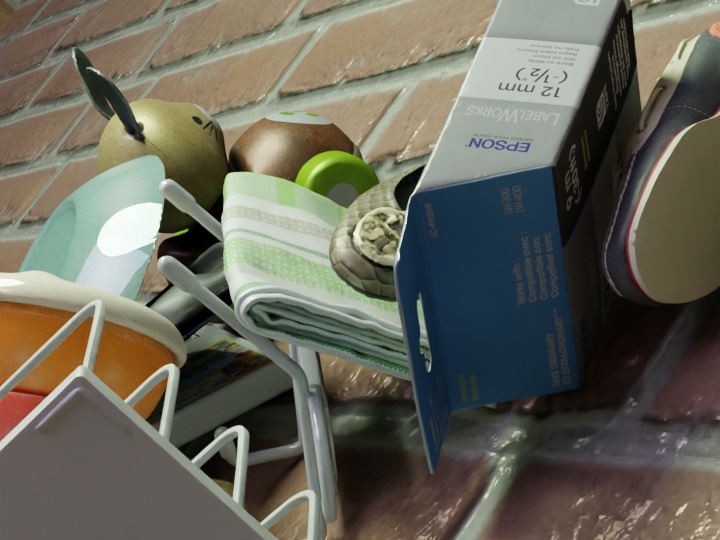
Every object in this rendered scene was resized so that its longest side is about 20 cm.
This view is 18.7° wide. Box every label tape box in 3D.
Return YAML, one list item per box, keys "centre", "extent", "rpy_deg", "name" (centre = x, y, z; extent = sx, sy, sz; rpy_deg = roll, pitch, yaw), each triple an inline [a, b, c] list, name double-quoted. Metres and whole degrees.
- centre: [0.079, -0.021, 1.015]
  extent: [0.066, 0.144, 0.201]
  rpy_deg: [6, 46, 18]
  name: "label tape box"

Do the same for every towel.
- centre: [0.000, 0.000, 1.147]
  extent: [0.200, 0.148, 0.031]
  rpy_deg: [-104, 34, -67]
  name: "towel"

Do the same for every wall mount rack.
- centre: [-0.057, 0.048, 1.148]
  extent: [0.074, 0.175, 0.200]
  rpy_deg: [-9, 22, -3]
  name: "wall mount rack"

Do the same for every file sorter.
- centre: [-0.099, 0.135, 1.016]
  extent: [0.139, 0.200, 0.125]
  rpy_deg: [-43, 15, 14]
  name: "file sorter"

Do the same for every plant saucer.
- centre: [-0.182, 0.014, 1.333]
  extent: [0.201, 0.039, 0.202]
  rpy_deg: [-50, 26, 34]
  name: "plant saucer"

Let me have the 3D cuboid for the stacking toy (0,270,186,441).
- centre: [-0.176, 0.111, 1.138]
  extent: [0.146, 0.145, 0.201]
  rpy_deg: [-16, 60, 56]
  name: "stacking toy"

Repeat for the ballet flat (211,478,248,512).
- centre: [-0.155, 0.134, 1.221]
  extent: [0.199, 0.068, 0.072]
  rpy_deg: [0, 24, 12]
  name: "ballet flat"

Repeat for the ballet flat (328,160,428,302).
- centre: [0.059, -0.042, 1.131]
  extent: [0.200, 0.067, 0.046]
  rpy_deg: [-28, -22, -41]
  name: "ballet flat"

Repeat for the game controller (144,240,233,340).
- centre: [-0.114, 0.036, 1.304]
  extent: [0.104, 0.042, 0.200]
  rpy_deg: [-46, 4, -28]
  name: "game controller"

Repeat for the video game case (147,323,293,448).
- centre: [-0.155, 0.095, 1.365]
  extent: [0.199, 0.023, 0.182]
  rpy_deg: [-27, 14, -16]
  name: "video game case"

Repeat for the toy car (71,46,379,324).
- centre: [-0.110, -0.078, 1.446]
  extent: [0.158, 0.200, 0.164]
  rpy_deg: [-48, 19, -3]
  name: "toy car"

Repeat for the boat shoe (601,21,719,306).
- centre: [0.152, -0.052, 1.018]
  extent: [0.062, 0.071, 0.200]
  rpy_deg: [-6, 36, 37]
  name: "boat shoe"
